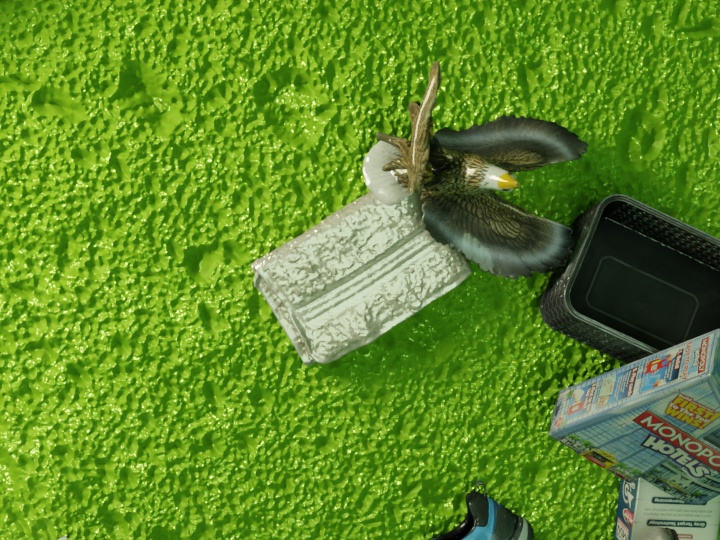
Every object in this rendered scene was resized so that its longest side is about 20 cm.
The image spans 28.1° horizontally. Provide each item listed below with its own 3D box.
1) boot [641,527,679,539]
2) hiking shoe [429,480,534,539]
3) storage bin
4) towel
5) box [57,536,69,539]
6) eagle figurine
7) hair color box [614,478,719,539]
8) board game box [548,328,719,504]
[{"bbox_3d":[0.231,0.329,1.497,0.131,0.070,0.200,28,111,-14],"label":"boot"},{"bbox_3d":[0.092,0.324,1.521,0.087,0.074,0.200,40,82,-7],"label":"hiking shoe"},{"bbox_3d":[0.299,0.025,1.454,0.200,0.094,0.135,25,79,-3],"label":"storage bin"},{"bbox_3d":[0.000,0.000,1.454,0.200,0.034,0.133,-32,105,-3],"label":"towel"},{"bbox_3d":[-0.320,0.407,1.387,0.200,0.199,0.171,-34,105,-1],"label":"box"},{"bbox_3d":[0.118,-0.089,1.405,0.200,0.151,0.152,17,121,-41],"label":"eagle figurine"},{"bbox_3d":[0.336,0.206,1.541,0.100,0.061,0.201,4,100,-8],"label":"hair color box"},{"bbox_3d":[0.324,0.147,1.406,0.200,0.200,0.062,31,51,-11],"label":"board game box"}]
